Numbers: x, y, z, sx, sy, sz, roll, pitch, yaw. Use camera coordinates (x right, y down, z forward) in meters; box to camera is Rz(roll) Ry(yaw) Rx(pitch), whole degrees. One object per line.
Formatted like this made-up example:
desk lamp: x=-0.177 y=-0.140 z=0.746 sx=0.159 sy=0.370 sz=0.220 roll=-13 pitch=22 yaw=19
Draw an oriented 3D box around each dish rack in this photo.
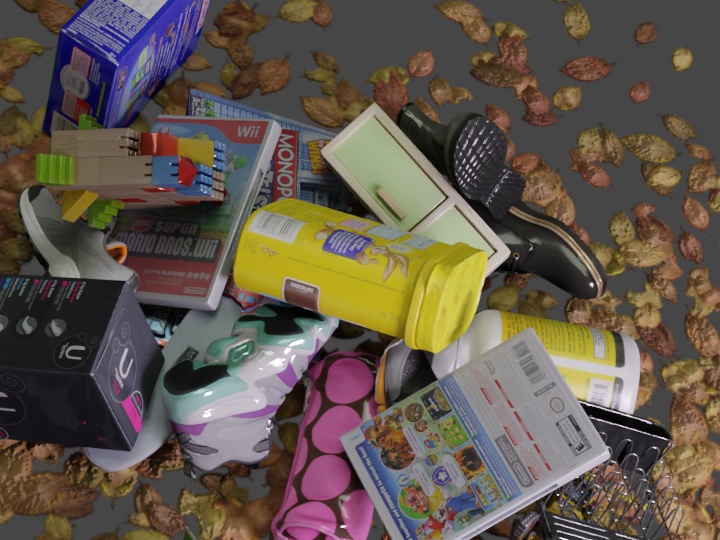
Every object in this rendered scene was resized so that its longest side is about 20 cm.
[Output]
dish rack: x=0.219 y=0.193 z=1.587 sx=0.153 sy=0.055 sz=0.200 roll=15 pitch=26 yaw=-13

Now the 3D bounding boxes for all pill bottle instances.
pill bottle: x=0.159 y=0.100 z=1.714 sx=0.200 sy=0.112 sz=0.113 roll=11 pitch=55 yaw=-7

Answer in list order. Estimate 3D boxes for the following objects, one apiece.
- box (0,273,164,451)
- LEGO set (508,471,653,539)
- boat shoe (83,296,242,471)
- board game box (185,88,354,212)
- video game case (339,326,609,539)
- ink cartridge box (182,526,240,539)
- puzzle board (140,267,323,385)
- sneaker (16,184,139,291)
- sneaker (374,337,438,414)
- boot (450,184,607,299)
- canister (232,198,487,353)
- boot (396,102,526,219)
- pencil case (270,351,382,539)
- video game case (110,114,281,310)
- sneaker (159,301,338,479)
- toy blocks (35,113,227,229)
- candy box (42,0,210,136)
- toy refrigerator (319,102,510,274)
box: x=-0.294 y=0.079 z=1.574 sx=0.200 sy=0.122 sz=0.106 roll=3 pitch=52 yaw=17
LEGO set: x=0.224 y=0.261 z=1.617 sx=0.154 sy=0.116 sz=0.200 roll=-28 pitch=67 yaw=-28
boat shoe: x=-0.180 y=0.112 z=1.648 sx=0.074 sy=0.068 sz=0.199 roll=29 pitch=67 yaw=12
board game box: x=-0.083 y=-0.080 z=1.808 sx=0.200 sy=0.062 sz=0.200 roll=5 pitch=56 yaw=-9
video game case: x=0.098 y=0.155 z=1.555 sx=0.200 sy=0.018 sz=0.143 roll=-30 pitch=59 yaw=0
ink cartridge box: x=-0.090 y=0.295 z=1.467 sx=0.076 sy=0.200 sz=0.148 roll=-25 pitch=66 yaw=-27
puzzle board: x=-0.124 y=0.015 z=1.722 sx=0.200 sy=0.017 sz=0.151 roll=15 pitch=77 yaw=0
sneaker: x=-0.268 y=-0.020 z=1.686 sx=0.079 sy=0.074 sz=0.200 roll=-30 pitch=45 yaw=-9
sneaker: x=0.076 y=0.152 z=1.629 sx=0.078 sy=0.077 sz=0.200 roll=-31 pitch=103 yaw=-54
boot: x=0.137 y=-0.005 z=1.812 sx=0.200 sy=0.078 sz=0.138 roll=36 pitch=59 yaw=27
canister: x=0.000 y=0.000 z=1.632 sx=0.200 sy=0.087 sz=0.149 roll=17 pitch=15 yaw=17
boot: x=0.082 y=-0.124 z=1.751 sx=0.131 sy=0.200 sz=0.068 roll=37 pitch=85 yaw=24
pencil case: x=-0.025 y=0.175 z=1.635 sx=0.094 sy=0.091 sz=0.200 roll=16 pitch=56 yaw=-5
video game case: x=-0.168 y=-0.059 z=1.701 sx=0.143 sy=0.017 sz=0.200 roll=5 pitch=64 yaw=30
sneaker: x=-0.096 y=0.120 z=1.630 sx=0.200 sy=0.140 sz=0.078 roll=-29 pitch=37 yaw=-33
toy blocks: x=-0.186 y=-0.091 z=1.613 sx=0.137 sy=0.200 sz=0.100 roll=0 pitch=84 yaw=18
candy box: x=-0.232 y=-0.236 z=1.811 sx=0.077 sy=0.169 sz=0.200 roll=33 pitch=55 yaw=5
toy refrigerator: x=0.054 y=-0.065 z=1.755 sx=0.076 sy=0.070 sz=0.200 roll=-41 pitch=85 yaw=-1
